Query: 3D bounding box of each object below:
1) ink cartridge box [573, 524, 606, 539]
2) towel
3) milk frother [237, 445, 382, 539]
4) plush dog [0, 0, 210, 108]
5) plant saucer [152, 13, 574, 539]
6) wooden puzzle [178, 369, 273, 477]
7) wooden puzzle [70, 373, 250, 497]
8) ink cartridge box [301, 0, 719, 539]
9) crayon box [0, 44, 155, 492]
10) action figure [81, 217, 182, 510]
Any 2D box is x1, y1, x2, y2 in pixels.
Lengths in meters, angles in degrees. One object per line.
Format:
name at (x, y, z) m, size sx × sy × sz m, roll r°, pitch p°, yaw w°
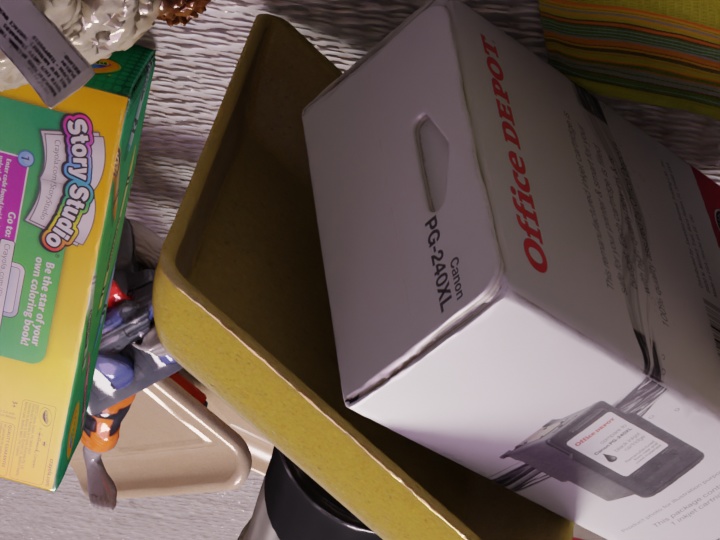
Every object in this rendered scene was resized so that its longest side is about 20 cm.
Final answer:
ink cartridge box at (0.082, 0.084, 1.053) m, size 0.082 × 0.202 × 0.147 m, roll 13°, pitch 161°, yaw -4°
towel at (0.098, -0.099, 0.791) m, size 0.085 × 0.018 × 0.200 m, roll 10°, pitch 164°, yaw 13°
milk frother at (0.020, 0.174, 1.242) m, size 0.179 × 0.201 × 0.189 m, roll 13°, pitch 147°, yaw -3°
plush dog at (-0.127, -0.111, 0.793) m, size 0.198 × 0.162 × 0.172 m, roll 10°, pitch -177°, yaw 12°
plant saucer at (0.002, 0.021, 0.879) m, size 0.200 × 0.200 × 0.048 m, roll 42°, pitch 119°, yaw -17°
wooden puzzle at (-0.040, 0.076, 1.362) m, size 0.184 × 0.037 × 0.200 m, roll 25°, pitch 154°, yaw -15°
wooden puzzle at (-0.175, 0.057, 1.338) m, size 0.200 × 0.037 × 0.184 m, roll 46°, pitch 148°, yaw -24°
ink cartridge box at (0.077, 0.009, 0.860) m, size 0.083 × 0.146 × 0.199 m, roll -36°, pitch 134°, yaw 29°
crayon box at (-0.168, -0.012, 1.003) m, size 0.118 × 0.201 × 0.058 m, roll 15°, pitch -155°, yaw 1°
action figure at (-0.145, 0.039, 1.131) m, size 0.199 × 0.105 × 0.194 m, roll -23°, pitch 141°, yaw 2°
